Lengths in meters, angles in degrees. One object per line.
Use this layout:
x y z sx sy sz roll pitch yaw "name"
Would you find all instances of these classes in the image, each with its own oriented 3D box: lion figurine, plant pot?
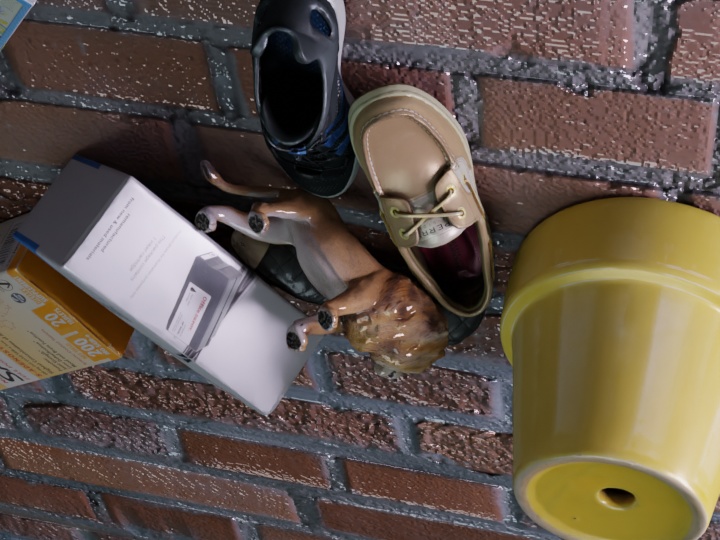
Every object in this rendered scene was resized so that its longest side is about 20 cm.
-0.022 -0.007 1.034 0.072 0.122 0.200 -42 75 41 "lion figurine"
0.187 0.083 1.011 0.200 0.189 0.201 11 144 8 "plant pot"

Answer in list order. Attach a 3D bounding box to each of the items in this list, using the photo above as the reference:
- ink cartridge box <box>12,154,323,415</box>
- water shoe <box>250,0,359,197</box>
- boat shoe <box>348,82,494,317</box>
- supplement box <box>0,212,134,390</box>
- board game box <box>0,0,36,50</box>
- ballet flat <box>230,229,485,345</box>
-0.143 0.010 1.098 0.200 0.084 0.145 40 171 -28 "ink cartridge box"
-0.044 -0.104 0.955 0.071 0.079 0.200 9 143 13 "water shoe"
0.051 -0.043 0.991 0.074 0.066 0.200 -22 137 12 "boat shoe"
-0.297 0.031 1.249 0.200 0.074 0.126 -16 132 39 "supplement box"
-0.301 -0.215 0.924 0.200 0.034 0.134 31 161 -18 "board game box"
0.000 0.000 1.101 0.200 0.066 0.057 19 124 -9 "ballet flat"
